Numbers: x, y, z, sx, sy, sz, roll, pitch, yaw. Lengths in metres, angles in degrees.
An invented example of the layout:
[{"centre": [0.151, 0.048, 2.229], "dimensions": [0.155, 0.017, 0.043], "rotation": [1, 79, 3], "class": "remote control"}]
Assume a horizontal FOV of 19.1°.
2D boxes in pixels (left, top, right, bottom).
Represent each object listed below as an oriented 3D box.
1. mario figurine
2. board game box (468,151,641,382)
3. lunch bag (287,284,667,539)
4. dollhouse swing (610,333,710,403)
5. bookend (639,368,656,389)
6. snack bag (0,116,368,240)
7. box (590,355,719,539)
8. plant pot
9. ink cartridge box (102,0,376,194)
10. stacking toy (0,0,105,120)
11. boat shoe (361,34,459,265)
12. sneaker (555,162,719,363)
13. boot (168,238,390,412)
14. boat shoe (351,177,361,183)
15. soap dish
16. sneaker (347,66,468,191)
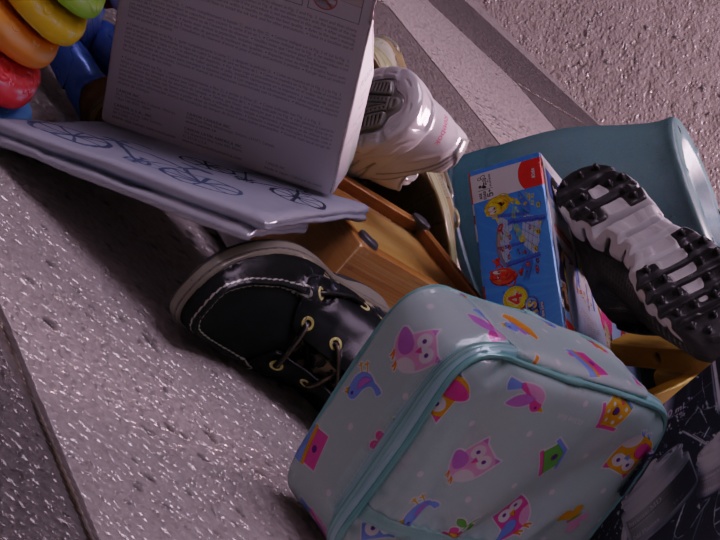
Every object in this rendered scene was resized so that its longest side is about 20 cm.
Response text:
[{"centre": [-0.208, -0.191, 1.435], "dimensions": [0.200, 0.106, 0.123], "rotation": [47, 14, 14], "class": "mario figurine"}, {"centre": [0.144, 0.048, 1.504], "dimensions": [0.200, 0.056, 0.197], "rotation": [42, 38, -58], "class": "board game box"}, {"centre": [0.066, 0.103, 1.166], "dimensions": [0.199, 0.161, 0.077], "rotation": [20, 19, -44], "class": "lunch bag"}, {"centre": [0.196, 0.154, 1.441], "dimensions": [0.182, 0.175, 0.201], "rotation": [2, -71, 67], "class": "dollhouse swing"}, {"centre": [0.283, 0.052, 1.526], "dimensions": [0.092, 0.200, 0.200], "rotation": [-15, 37, -23], "class": "bookend"}, {"centre": [-0.109, -0.057, 1.313], "dimensions": [0.187, 0.022, 0.200], "rotation": [19, 9, 16], "class": "snack bag"}, {"centre": [0.209, 0.160, 1.205], "dimensions": [0.104, 0.200, 0.183], "rotation": [35, 29, -21], "class": "box"}, {"centre": [0.190, -0.030, 1.721], "dimensions": [0.200, 0.187, 0.201], "rotation": [-20, 90, -74], "class": "plant pot"}, {"centre": [-0.067, -0.158, 1.316], "dimensions": [0.160, 0.201, 0.050], "rotation": [18, 35, 6], "class": "ink cartridge box"}, {"centre": [-0.178, -0.180, 1.256], "dimensions": [0.117, 0.199, 0.110], "rotation": [58, 15, 7], "class": "stacking toy"}, {"centre": [0.033, -0.075, 1.595], "dimensions": [0.063, 0.073, 0.202], "rotation": [-28, 98, -56], "class": "boat shoe"}, {"centre": [0.198, 0.012, 1.415], "dimensions": [0.200, 0.066, 0.091], "rotation": [51, -18, 49], "class": "sneaker"}, {"centre": [-0.010, 0.066, 1.253], "dimensions": [0.203, 0.074, 0.154], "rotation": [20, 28, -55], "class": "boot"}, {"centre": [-0.006, -0.049, 1.645], "dimensions": [0.199, 0.065, 0.072], "rotation": [32, 17, -33], "class": "boat shoe"}, {"centre": [0.000, 0.000, 1.469], "dimensions": [0.200, 0.081, 0.158], "rotation": [30, 17, -45], "class": "soap dish"}, {"centre": [-0.006, -0.090, 1.529], "dimensions": [0.199, 0.078, 0.099], "rotation": [7, -22, 48], "class": "sneaker"}]
